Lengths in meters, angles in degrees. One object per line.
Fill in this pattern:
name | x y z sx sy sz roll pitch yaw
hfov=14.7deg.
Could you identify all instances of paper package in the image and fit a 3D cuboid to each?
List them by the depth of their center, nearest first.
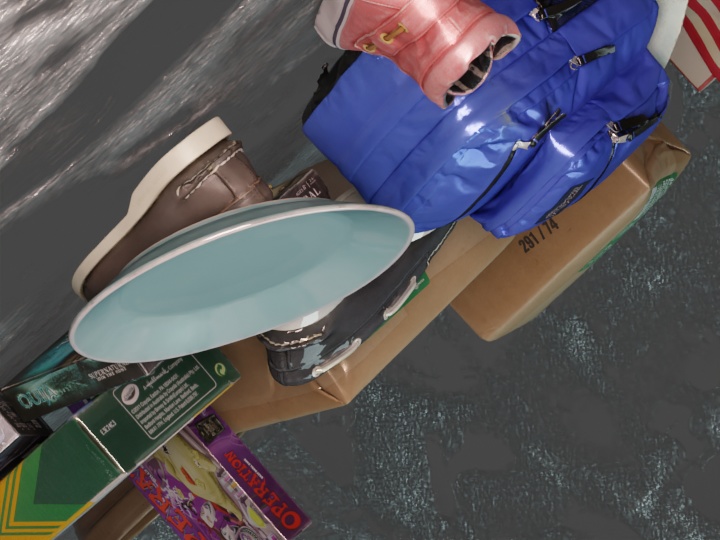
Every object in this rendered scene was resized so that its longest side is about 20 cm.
paper package | -0.025 0.005 1.879 0.200 0.104 0.191 -42 -167 -33
paper package | 0.115 -0.077 2.130 0.200 0.191 0.103 -46 175 30

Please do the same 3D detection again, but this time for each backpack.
backpack | 0.079 -0.110 1.700 0.200 0.168 0.163 -31 164 -41

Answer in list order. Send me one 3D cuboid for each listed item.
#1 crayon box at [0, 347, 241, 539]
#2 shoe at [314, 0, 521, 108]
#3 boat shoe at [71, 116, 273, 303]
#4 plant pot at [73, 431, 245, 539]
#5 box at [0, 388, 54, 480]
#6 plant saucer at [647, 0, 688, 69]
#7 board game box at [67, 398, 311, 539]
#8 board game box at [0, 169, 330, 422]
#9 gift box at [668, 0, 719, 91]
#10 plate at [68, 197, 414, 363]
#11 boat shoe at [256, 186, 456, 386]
crayon box | -0.175 0.122 1.756 0.200 0.052 0.126 -42 179 44
shoe | 0.030 -0.128 1.497 0.071 0.091 0.200 -42 177 -3
boat shoe | -0.108 -0.014 1.584 0.072 0.061 0.201 -40 176 -32
plant pot | -0.205 0.177 2.572 0.201 0.093 0.201 -44 177 -3
box | -0.274 0.142 1.752 0.160 0.044 0.200 -42 177 -3
plant saucer | 0.146 -0.187 1.818 0.039 0.201 0.201 10 146 -26
board game box | -0.125 0.118 1.855 0.032 0.200 0.120 -39 175 -28
board game box | -0.118 0.014 1.724 0.135 0.028 0.200 -22 -163 47
gift box | 0.284 -0.252 2.043 0.187 0.200 0.185 -36 168 -51
plate | -0.068 0.000 1.530 0.200 0.026 0.200 -19 164 -5
boat shoe | 0.000 0.000 1.734 0.200 0.076 0.060 -37 131 -39
